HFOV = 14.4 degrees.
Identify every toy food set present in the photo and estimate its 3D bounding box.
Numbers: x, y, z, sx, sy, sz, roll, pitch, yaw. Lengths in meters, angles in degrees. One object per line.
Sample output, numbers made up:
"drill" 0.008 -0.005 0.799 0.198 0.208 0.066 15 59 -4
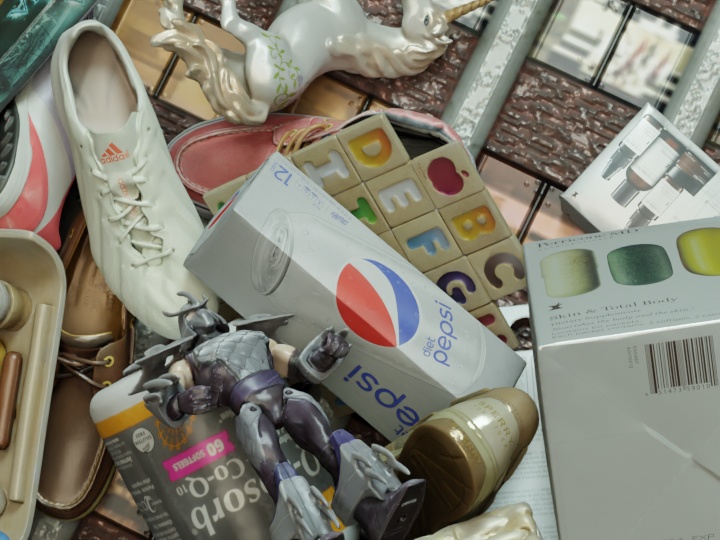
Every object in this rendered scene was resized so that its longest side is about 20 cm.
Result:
"toy food set" -0.261 0.074 1.724 0.143 0.060 0.202 3 80 34

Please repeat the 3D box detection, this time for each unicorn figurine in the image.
"unicorn figurine" -0.032 -0.153 1.758 0.200 0.074 0.137 -41 87 -23

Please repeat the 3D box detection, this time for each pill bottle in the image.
"pill bottle" -0.070 0.139 1.692 0.116 0.116 0.201 -28 91 0

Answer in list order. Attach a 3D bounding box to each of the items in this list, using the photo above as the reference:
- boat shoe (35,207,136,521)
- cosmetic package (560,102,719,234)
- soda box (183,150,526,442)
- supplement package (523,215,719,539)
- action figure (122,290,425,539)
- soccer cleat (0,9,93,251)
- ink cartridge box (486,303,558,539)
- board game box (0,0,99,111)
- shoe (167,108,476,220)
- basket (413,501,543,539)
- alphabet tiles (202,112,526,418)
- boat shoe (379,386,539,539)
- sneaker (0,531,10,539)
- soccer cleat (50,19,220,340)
"boat shoe" -0.174 0.052 1.746 0.071 0.068 0.202 10 82 4
"cosmetic package" 0.221 -0.004 1.730 0.200 0.051 0.083 43 88 10
"soda box" -0.003 0.026 1.675 0.200 0.068 0.064 41 44 -6
"supplement package" 0.175 0.072 1.587 0.151 0.200 0.152 -8 106 3
"action figure" -0.048 0.079 1.581 0.130 0.070 0.200 -23 56 -25
"soccer cleat" -0.197 -0.104 1.773 0.068 0.073 0.201 -12 52 36
"ink cartridge box" 0.109 0.122 1.733 0.161 0.057 0.201 -5 60 4
"board game box" -0.235 -0.154 1.766 0.200 0.028 0.135 -49 40 -3
"shoe" -0.029 -0.068 1.741 0.198 0.091 0.072 3 81 5
"basket" 0.044 0.265 1.563 0.199 0.161 0.199 -20 51 2
"alphabet tiles" 0.000 0.000 1.707 0.199 0.006 0.167 -23 107 27
"boat shoe" 0.050 0.118 1.625 0.064 0.200 0.071 -33 86 -25
"sneaker" -0.173 0.215 1.686 0.090 0.200 0.078 -45 39 -17
"soccer cleat" -0.138 -0.054 1.692 0.069 0.078 0.201 -21 82 -9
